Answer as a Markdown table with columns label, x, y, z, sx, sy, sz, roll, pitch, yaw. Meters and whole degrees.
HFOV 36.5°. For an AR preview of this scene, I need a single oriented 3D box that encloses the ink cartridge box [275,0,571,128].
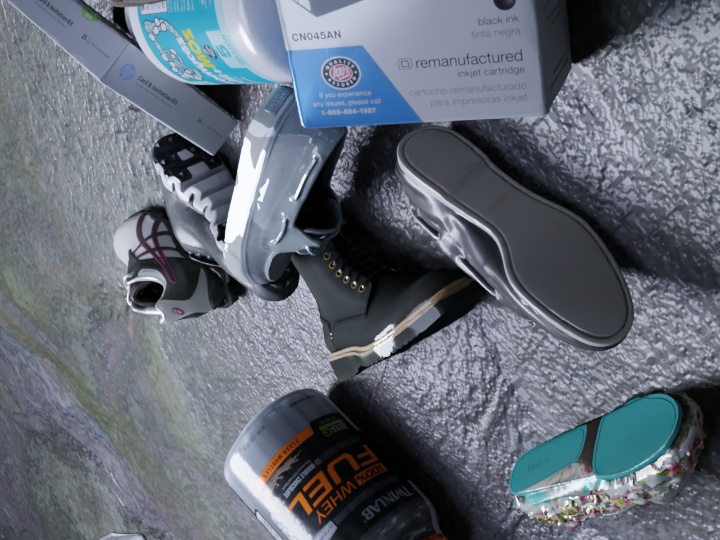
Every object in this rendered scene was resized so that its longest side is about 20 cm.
| label | x | y | z | sx | sy | sz | roll | pitch | yaw |
| --- | --- | --- | --- | --- | --- | --- | --- | --- | --- |
| ink cartridge box | 0.027 | -0.185 | 0.579 | 0.144 | 0.084 | 0.200 | 0 | 118 | 21 |

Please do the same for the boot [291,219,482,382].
| label | x | y | z | sx | sy | sz | roll | pitch | yaw |
| --- | --- | --- | --- | --- | --- | --- | --- | --- | --- |
| boot | 0.000 | 0.000 | 0.826 | 0.200 | 0.077 | 0.138 | -35 | 80 | 57 |

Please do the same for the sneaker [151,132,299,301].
| label | x | y | z | sx | sy | sz | roll | pitch | yaw |
| --- | --- | --- | --- | --- | --- | --- | --- | --- | --- |
| sneaker | -0.118 | -0.033 | 0.974 | 0.200 | 0.066 | 0.091 | 47 | 148 | 28 |

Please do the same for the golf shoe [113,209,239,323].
| label | x | y | z | sx | sy | sz | roll | pitch | yaw |
| --- | --- | --- | --- | --- | --- | --- | --- | --- | --- |
| golf shoe | -0.210 | -0.005 | 1.100 | 0.200 | 0.088 | 0.077 | 22 | 133 | 47 |

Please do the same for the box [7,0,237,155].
| label | x | y | z | sx | sy | sz | roll | pitch | yaw |
| --- | --- | --- | --- | --- | --- | --- | --- | --- | --- |
| box | -0.215 | -0.188 | 0.923 | 0.200 | 0.041 | 0.156 | 41 | -175 | 31 |

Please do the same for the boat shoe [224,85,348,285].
| label | x | y | z | sx | sy | sz | roll | pitch | yaw |
| --- | --- | --- | --- | --- | --- | --- | --- | --- | --- |
| boat shoe | -0.049 | -0.044 | 0.787 | 0.071 | 0.070 | 0.201 | 29 | 145 | 10 |

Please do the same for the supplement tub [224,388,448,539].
| label | x | y | z | sx | sy | sz | roll | pitch | yaw |
| --- | --- | --- | --- | --- | --- | --- | --- | --- | --- |
| supplement tub | -0.017 | 0.210 | 0.962 | 0.200 | 0.122 | 0.123 | 42 | 143 | 27 |

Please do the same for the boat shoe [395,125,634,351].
| label | x | y | z | sx | sy | sz | roll | pitch | yaw |
| --- | --- | --- | --- | --- | --- | --- | --- | --- | --- |
| boat shoe | 0.096 | -0.016 | 0.692 | 0.200 | 0.067 | 0.057 | 47 | 162 | 29 |

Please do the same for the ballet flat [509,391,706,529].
| label | x | y | z | sx | sy | sz | roll | pitch | yaw |
| --- | --- | --- | --- | --- | --- | --- | --- | --- | --- |
| ballet flat | 0.169 | 0.126 | 0.704 | 0.064 | 0.076 | 0.200 | 31 | 154 | -10 |

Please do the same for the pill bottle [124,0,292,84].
| label | x | y | z | sx | sy | sz | roll | pitch | yaw |
| --- | --- | --- | --- | --- | --- | --- | --- | --- | --- |
| pill bottle | -0.090 | -0.186 | 0.767 | 0.200 | 0.111 | 0.111 | 12 | 124 | 51 |

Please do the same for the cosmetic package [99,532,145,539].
| label | x | y | z | sx | sy | sz | roll | pitch | yaw |
| --- | --- | --- | --- | --- | --- | --- | --- | --- | --- |
| cosmetic package | -0.390 | 0.538 | 1.699 | 0.167 | 0.166 | 0.200 | -21 | 96 | 58 |

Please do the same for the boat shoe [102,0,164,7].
| label | x | y | z | sx | sy | sz | roll | pitch | yaw |
| --- | --- | --- | --- | --- | --- | --- | --- | --- | --- |
| boat shoe | -0.085 | -0.234 | 0.647 | 0.076 | 0.200 | 0.072 | 56 | -178 | 40 |
